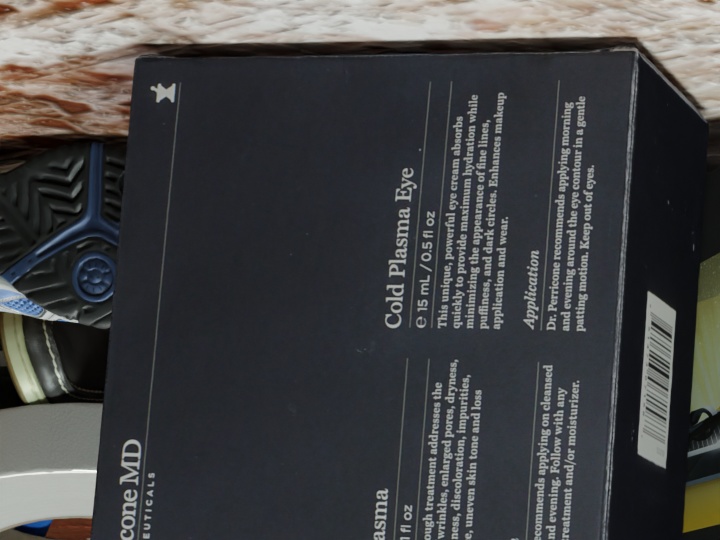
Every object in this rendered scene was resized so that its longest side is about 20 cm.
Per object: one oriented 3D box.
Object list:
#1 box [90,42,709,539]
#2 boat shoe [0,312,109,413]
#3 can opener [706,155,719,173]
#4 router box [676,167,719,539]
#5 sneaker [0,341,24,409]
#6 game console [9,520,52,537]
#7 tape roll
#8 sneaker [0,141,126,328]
[{"bbox_3d":[0.015,0.031,1.001,0.182,0.201,0.104,2,170,20],"label":"box"},{"bbox_3d":[-0.113,0.028,1.404,0.065,0.073,0.200,-16,-179,16],"label":"boat shoe"},{"bbox_3d":[0.220,-0.021,1.085,0.200,0.053,0.067,1,-159,18],"label":"can opener"},{"bbox_3d":[0.143,0.044,1.025,0.052,0.158,0.200,13,154,-39],"label":"router box"},{"bbox_3d":[-0.155,0.068,1.528,0.073,0.112,0.200,2,169,27],"label":"sneaker"},{"bbox_3d":[-0.239,0.075,1.460,0.170,0.119,0.200,5,151,-16],"label":"game console"},{"bbox_3d":[-0.133,0.123,1.396,0.202,0.037,0.203,-2,150,-1],"label":"tape roll"},{"bbox_3d":[-0.121,-0.017,1.194,0.200,0.076,0.077,9,-178,19],"label":"sneaker"}]
